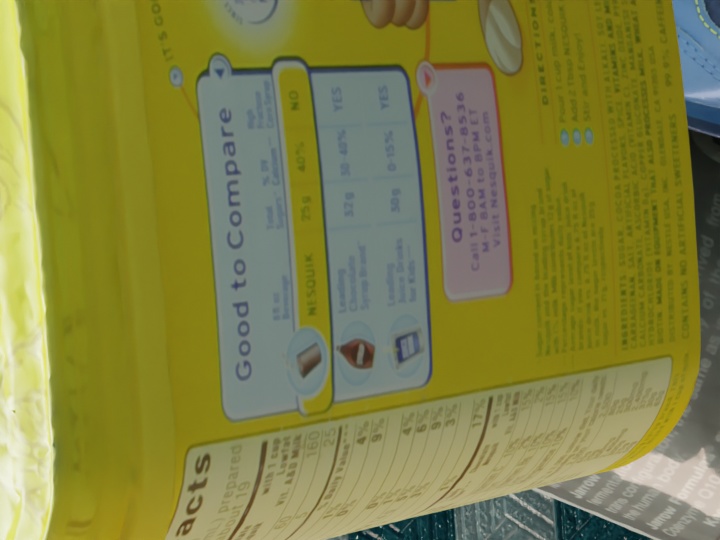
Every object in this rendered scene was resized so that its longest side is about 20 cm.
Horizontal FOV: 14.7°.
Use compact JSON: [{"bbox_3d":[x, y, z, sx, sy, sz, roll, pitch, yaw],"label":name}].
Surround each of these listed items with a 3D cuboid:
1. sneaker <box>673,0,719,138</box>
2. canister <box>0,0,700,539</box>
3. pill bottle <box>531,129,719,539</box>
[{"bbox_3d":[0.124,-0.069,0.691,0.200,0.082,0.074,16,-162,18],"label":"sneaker"},{"bbox_3d":[-0.022,-0.019,0.507,0.086,0.149,0.200,-5,-179,37],"label":"canister"},{"bbox_3d":[0.055,0.001,0.738,0.200,0.114,0.114,23,176,-8],"label":"pill bottle"}]
